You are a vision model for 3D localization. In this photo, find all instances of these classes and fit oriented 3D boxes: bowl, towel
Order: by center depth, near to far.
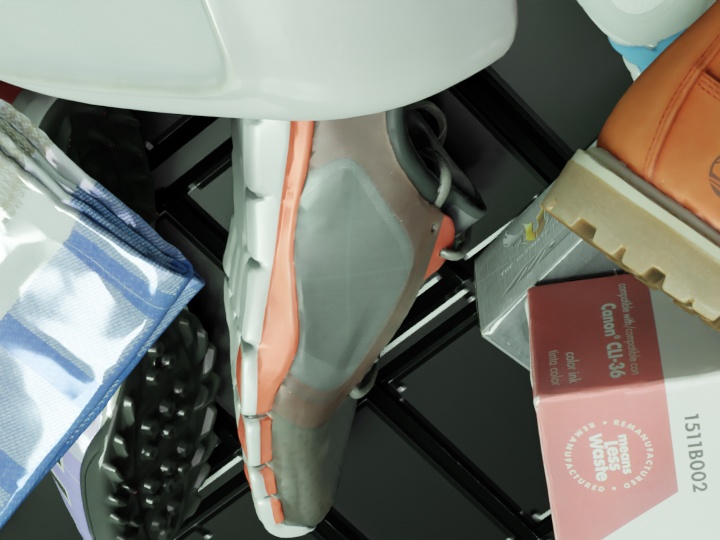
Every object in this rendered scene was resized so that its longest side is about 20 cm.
[{"bbox_3d":[-0.072,-0.121,0.706,0.200,0.075,0.200,11,133,45],"label":"bowl"},{"bbox_3d":[-0.161,-0.010,0.791,0.200,0.024,0.147,39,114,-4],"label":"towel"}]

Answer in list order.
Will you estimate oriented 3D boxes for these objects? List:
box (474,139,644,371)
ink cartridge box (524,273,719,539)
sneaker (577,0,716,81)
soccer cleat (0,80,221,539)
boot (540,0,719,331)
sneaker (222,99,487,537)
[{"bbox_3d":[0.159,-0.012,0.855,0.158,0.048,0.200,35,115,-19],"label":"box"},{"bbox_3d":[0.158,0.056,0.829,0.200,0.068,0.117,-8,120,5],"label":"ink cartridge box"},{"bbox_3d":[0.128,-0.137,0.767,0.087,0.075,0.200,41,113,-17],"label":"sneaker"},{"bbox_3d":[-0.098,0.015,0.868,0.073,0.068,0.200,16,138,28],"label":"soccer cleat"},{"bbox_3d":[0.161,-0.004,0.738,0.200,0.075,0.107,35,90,4],"label":"boot"},{"bbox_3d":[0.000,0.000,0.848,0.082,0.077,0.200,-1,123,-8],"label":"sneaker"}]
